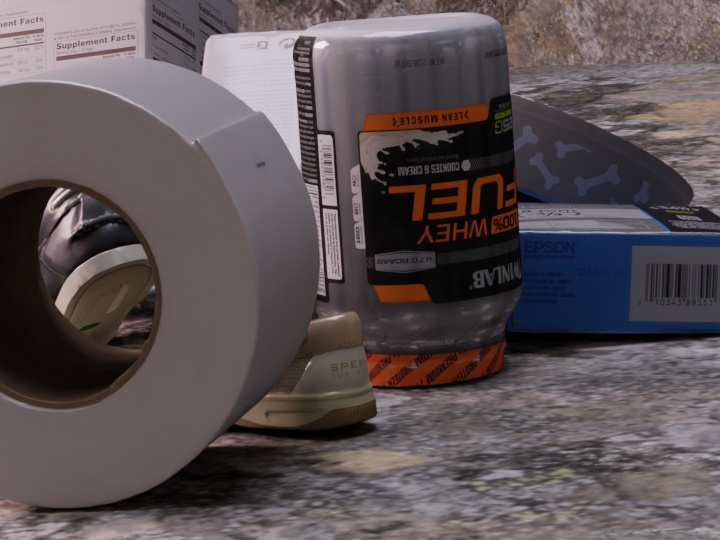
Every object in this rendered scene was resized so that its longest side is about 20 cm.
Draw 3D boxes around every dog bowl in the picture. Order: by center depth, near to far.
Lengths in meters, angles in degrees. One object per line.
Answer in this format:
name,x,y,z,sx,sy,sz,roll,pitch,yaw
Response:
dog bowl,0.125,-0.061,1.773,0.199,0.059,0.200,22,-7,3

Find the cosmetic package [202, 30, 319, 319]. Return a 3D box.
cosmetic package,-0.060,-0.044,1.561,0.074,0.102,0.200,-3,42,7

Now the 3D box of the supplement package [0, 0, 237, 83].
supplement package,-0.198,-0.132,1.708,0.199,0.111,0.156,-5,-12,19

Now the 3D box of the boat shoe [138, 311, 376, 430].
boat shoe,-0.079,0.047,1.382,0.199,0.065,0.072,0,9,36

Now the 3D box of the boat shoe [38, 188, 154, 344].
boat shoe,-0.171,0.014,1.425,0.072,0.068,0.200,-17,-18,-36

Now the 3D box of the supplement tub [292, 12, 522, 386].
supplement tub,0.028,-0.041,1.468,0.122,0.201,0.123,-5,9,1

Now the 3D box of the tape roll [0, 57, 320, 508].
tape roll,-0.130,0.002,1.259,0.202,0.204,0.139,-3,8,11

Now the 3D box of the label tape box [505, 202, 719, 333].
label tape box,0.149,-0.008,1.612,0.143,0.064,0.200,1,9,-5

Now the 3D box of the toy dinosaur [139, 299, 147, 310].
toy dinosaur,-0.226,-0.010,1.806,0.135,0.086,0.200,-6,13,-16
